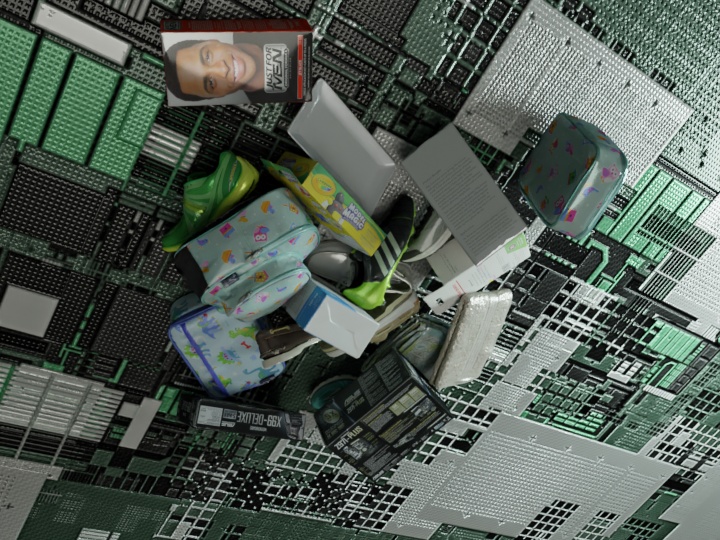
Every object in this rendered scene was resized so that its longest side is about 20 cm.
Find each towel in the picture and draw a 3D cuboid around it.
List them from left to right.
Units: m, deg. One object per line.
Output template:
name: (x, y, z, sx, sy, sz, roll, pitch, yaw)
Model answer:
towel: (0.117, 0.170, 1.324, 0.171, 0.048, 0.199, -45, 135, 19)
towel: (0.204, 0.128, 1.270, 0.131, 0.034, 0.202, -5, 121, -42)

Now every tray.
tray: (-0.028, -0.183, 1.044, 0.200, 0.022, 0.108, 44, 65, -35)

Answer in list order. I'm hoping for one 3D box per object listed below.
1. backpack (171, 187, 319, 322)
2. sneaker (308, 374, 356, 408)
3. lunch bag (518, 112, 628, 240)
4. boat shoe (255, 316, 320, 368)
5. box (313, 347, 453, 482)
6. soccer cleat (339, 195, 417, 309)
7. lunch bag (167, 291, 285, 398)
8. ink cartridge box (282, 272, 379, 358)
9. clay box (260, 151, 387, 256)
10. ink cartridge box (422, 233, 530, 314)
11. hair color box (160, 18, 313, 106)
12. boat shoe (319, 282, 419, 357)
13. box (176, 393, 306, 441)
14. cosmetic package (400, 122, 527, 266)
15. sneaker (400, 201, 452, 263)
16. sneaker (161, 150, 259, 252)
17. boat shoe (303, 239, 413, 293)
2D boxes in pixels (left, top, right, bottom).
backpack: (-0.152, -0.023, 1.022, 0.200, 0.154, 0.176, -41, 169, -3)
sneaker: (-0.003, 0.257, 1.341, 0.197, 0.080, 0.078, 10, 121, -22)
lunch bag: (0.331, -0.150, 1.093, 0.076, 0.201, 0.162, 17, 118, -14)
boat shoe: (-0.111, 0.108, 1.165, 0.071, 0.200, 0.060, -23, 90, 27)
box: (0.043, 0.267, 1.260, 0.199, 0.086, 0.164, -40, 128, 6)
soccer cleat: (0.031, -0.037, 1.117, 0.080, 0.067, 0.202, 25, 80, -19)
lunch bag: (-0.230, 0.121, 1.180, 0.159, 0.083, 0.202, -20, 126, 1)
ink cartridge box: (-0.068, 0.055, 1.124, 0.115, 0.200, 0.067, 31, 93, -32)
clay box: (-0.057, -0.110, 1.047, 0.048, 0.115, 0.200, -50, 126, -8)
ink cartridge box: (0.189, -0.014, 1.196, 0.199, 0.068, 0.117, -34, 154, 7)
hair color box: (-0.166, -0.283, 0.933, 0.197, 0.062, 0.103, -6, 126, -12)
boat shoe: (0.021, 0.100, 1.242, 0.199, 0.075, 0.069, -34, 124, 4)
box: (-0.217, 0.263, 1.237, 0.198, 0.157, 0.051, 14, 79, -25)
cosmetic package: (0.161, -0.118, 1.076, 0.101, 0.071, 0.201, -36, 90, 11)
sneaker: (0.131, -0.090, 1.158, 0.200, 0.074, 0.079, -42, 105, 13)
sneaker: (-0.236, -0.104, 1.041, 0.200, 0.074, 0.084, -41, 92, 21)
boat shoe: (0.000, 0.000, 1.169, 0.197, 0.070, 0.072, 8, 123, -16)
